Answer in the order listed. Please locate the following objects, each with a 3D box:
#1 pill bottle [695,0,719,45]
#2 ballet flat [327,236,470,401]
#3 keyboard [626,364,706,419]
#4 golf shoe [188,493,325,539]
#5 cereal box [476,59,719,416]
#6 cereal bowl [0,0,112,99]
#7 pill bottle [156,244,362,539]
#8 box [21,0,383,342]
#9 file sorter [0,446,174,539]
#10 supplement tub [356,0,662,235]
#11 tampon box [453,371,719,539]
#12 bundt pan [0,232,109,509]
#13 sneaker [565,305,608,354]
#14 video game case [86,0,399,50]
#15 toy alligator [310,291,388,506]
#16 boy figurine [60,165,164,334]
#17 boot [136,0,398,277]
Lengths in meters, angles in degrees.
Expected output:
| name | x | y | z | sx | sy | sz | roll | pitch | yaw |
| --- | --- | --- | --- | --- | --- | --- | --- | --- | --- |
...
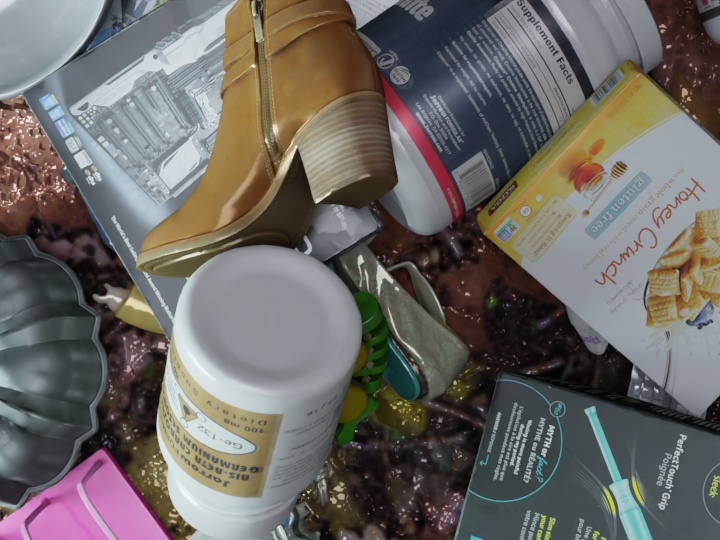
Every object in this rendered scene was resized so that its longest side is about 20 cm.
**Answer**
| name | x | y | z | sx | sy | sz | roll | pitch | yaw |
| --- | --- | --- | --- | --- | --- | --- | --- | --- | --- |
| pill bottle | 0.268 | -0.215 | 1.435 | 0.116 | 0.116 | 0.200 | -18 | 92 | 3 |
| ballet flat | 0.000 | 0.000 | 1.491 | 0.062 | 0.067 | 0.200 | -39 | 95 | -25 |
| keyboard | 0.201 | 0.142 | 1.506 | 0.056 | 0.011 | 0.200 | 11 | 93 | 2 |
| golf shoe | -0.047 | 0.247 | 1.478 | 0.097 | 0.078 | 0.200 | -28 | 82 | -18 |
| cereal box | 0.195 | -0.019 | 1.405 | 0.200 | 0.040 | 0.144 | 39 | 102 | -17 |
| cereal bowl | -0.257 | -0.212 | 1.470 | 0.200 | 0.083 | 0.200 | 0 | 93 | 2 |
| pill bottle | -0.070 | 0.085 | 1.381 | 0.114 | 0.200 | 0.114 | 6 | 54 | -8 |
| box | -0.101 | -0.071 | 1.428 | 0.158 | 0.050 | 0.200 | -30 | 88 | 4 |
| file sorter | -0.220 | 0.240 | 1.469 | 0.200 | 0.125 | 0.139 | -36 | 91 | 3 |
| supplement tub | 0.081 | -0.130 | 1.426 | 0.200 | 0.140 | 0.140 | -35 | 91 | -6 |
| tampon box | 0.177 | 0.163 | 1.427 | 0.200 | 0.126 | 0.150 | 16 | 91 | 15 |
| bundt pan | -0.276 | 0.065 | 1.467 | 0.202 | 0.076 | 0.202 | -1 | 84 | 13 |
| sneaker | 0.231 | -0.003 | 1.476 | 0.200 | 0.075 | 0.100 | -16 | 109 | 0 |
| video game case | -0.060 | -0.175 | 1.496 | 0.200 | 0.022 | 0.182 | 29 | 93 | 0 |
| toy alligator | -0.008 | 0.076 | 1.462 | 0.054 | 0.059 | 0.200 | -13 | 130 | -16 |
| boy figurine | -0.123 | -0.004 | 1.486 | 0.124 | 0.064 | 0.200 | -35 | 88 | 1 |
| boot | -0.073 | -0.091 | 1.362 | 0.200 | 0.077 | 0.155 | -29 | 67 | 34 |
